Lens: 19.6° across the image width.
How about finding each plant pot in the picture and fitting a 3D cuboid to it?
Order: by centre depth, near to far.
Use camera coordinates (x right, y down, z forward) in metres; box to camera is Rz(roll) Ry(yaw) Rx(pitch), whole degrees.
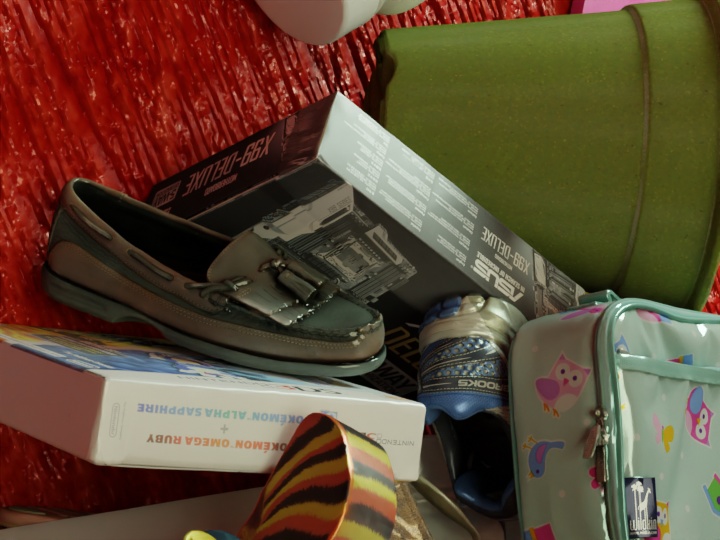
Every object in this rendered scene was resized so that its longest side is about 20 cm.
[{"bbox_3d":[0.098,-0.069,1.194,0.189,0.200,0.201,3,88,-5],"label":"plant pot"}]

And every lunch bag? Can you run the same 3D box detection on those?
[{"bbox_3d":[0.159,0.093,1.111,0.200,0.077,0.161,9,77,-52],"label":"lunch bag"}]

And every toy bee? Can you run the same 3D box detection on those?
[{"bbox_3d":[-0.037,0.172,0.956,0.131,0.109,0.200,5,113,-36],"label":"toy bee"}]

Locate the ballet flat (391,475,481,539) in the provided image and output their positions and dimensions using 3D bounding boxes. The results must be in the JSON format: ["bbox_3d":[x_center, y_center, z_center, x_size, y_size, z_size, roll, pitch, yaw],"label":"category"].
[{"bbox_3d":[0.047,0.173,1.109,0.067,0.068,0.200,-32,91,-22],"label":"ballet flat"}]

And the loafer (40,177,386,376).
[{"bbox_3d":[-0.079,0.003,1.074,0.072,0.200,0.063,-32,132,-59],"label":"loafer"}]

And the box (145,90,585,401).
[{"bbox_3d":[0.000,0.000,1.148,0.200,0.158,0.050,38,50,-29],"label":"box"}]

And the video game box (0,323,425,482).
[{"bbox_3d":[-0.096,0.065,1.057,0.182,0.200,0.047,10,91,-35],"label":"video game box"}]

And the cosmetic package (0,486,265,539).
[{"bbox_3d":[-0.084,0.192,1.070,0.199,0.052,0.151,-10,115,4],"label":"cosmetic package"}]

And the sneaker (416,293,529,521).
[{"bbox_3d":[0.083,0.108,1.131,0.200,0.077,0.085,51,40,-32],"label":"sneaker"}]

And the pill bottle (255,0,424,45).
[{"bbox_3d":[0.029,-0.217,1.196,0.200,0.113,0.114,-37,110,-28],"label":"pill bottle"}]

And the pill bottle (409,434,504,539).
[{"bbox_3d":[0.028,0.195,1.193,0.113,0.113,0.201,2,85,-34],"label":"pill bottle"}]

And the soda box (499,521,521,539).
[{"bbox_3d":[0.112,0.176,1.233,0.063,0.070,0.200,-1,70,-5],"label":"soda box"}]

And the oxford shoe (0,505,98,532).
[{"bbox_3d":[-0.114,0.179,1.126,0.200,0.071,0.074,26,79,-31],"label":"oxford shoe"}]

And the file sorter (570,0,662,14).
[{"bbox_3d":[0.241,-0.225,1.334,0.139,0.125,0.200,18,80,-33],"label":"file sorter"}]
